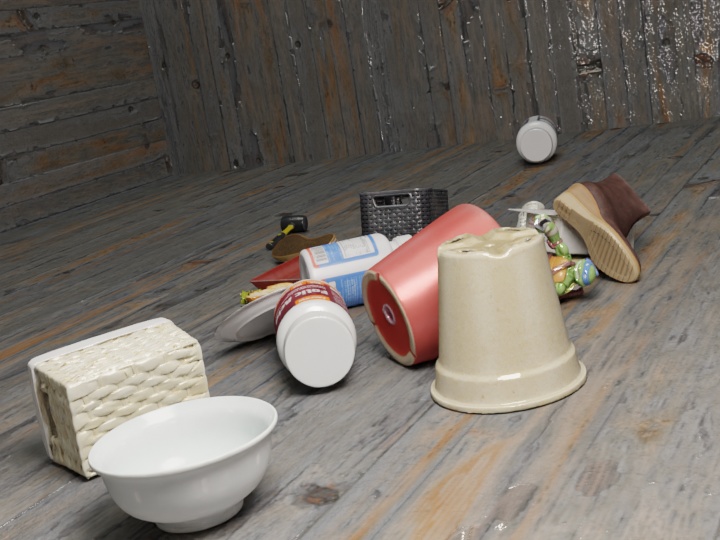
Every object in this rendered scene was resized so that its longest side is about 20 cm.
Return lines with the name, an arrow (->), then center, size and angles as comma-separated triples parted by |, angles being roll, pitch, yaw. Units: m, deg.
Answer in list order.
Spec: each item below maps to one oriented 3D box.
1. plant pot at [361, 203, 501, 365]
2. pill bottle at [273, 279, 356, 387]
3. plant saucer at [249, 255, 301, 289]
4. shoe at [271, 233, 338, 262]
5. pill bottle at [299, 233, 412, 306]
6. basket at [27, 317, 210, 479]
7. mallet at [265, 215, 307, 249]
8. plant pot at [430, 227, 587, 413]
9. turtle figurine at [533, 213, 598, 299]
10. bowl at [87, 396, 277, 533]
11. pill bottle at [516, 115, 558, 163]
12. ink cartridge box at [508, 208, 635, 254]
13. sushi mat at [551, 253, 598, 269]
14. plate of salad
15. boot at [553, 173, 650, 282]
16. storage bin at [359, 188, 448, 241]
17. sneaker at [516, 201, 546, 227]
plant pot -> 0.109, 0.030, 1.485 | 0.175, 0.204, 0.200 | -24, 17, -20
pill bottle -> -0.064, 0.087, 1.497 | 0.112, 0.117, 0.200 | -11, 12, -5
plant saucer -> -0.079, 0.006, 2.047 | 0.197, 0.037, 0.199 | -3, 14, 30
shoe -> -0.113, -0.037, 2.247 | 0.198, 0.054, 0.070 | -2, 47, 47
pill bottle -> 0.000, 0.000, 1.839 | 0.196, 0.115, 0.112 | -12, 13, -12
basket -> -0.294, 0.156, 1.334 | 0.197, 0.138, 0.122 | -19, 18, -33
mallet -> -0.174, -0.089, 2.545 | 0.064, 0.042, 0.200 | -5, 18, 11
plant pot -> 0.170, 0.051, 1.318 | 0.196, 0.187, 0.201 | -10, 13, 2
turtle figurine -> 0.245, -0.008, 1.618 | 0.192, 0.147, 0.198 | -3, 10, 42
bowl -> -0.176, 0.209, 1.111 | 0.197, 0.092, 0.201 | -9, 13, 2
pill bottle -> 0.503, -0.371, 3.045 | 0.117, 0.122, 0.200 | -7, 13, 14
ink cartridge box -> 0.362, -0.067, 1.850 | 0.196, 0.069, 0.115 | 1, 7, -24
sushi mat -> 0.316, -0.019, 1.797 | 0.196, 0.012, 0.096 | 3, 11, -8
plate of salad -> -0.140, 0.057, 1.669 | 0.197, 0.049, 0.200 | -24, -16, -7
boot -> 0.428, -0.078, 1.751 | 0.164, 0.073, 0.201 | -19, 57, -34
storage bin -> 0.086, -0.102, 2.007 | 0.132, 0.096, 0.200 | -3, 3, 17
sneaker -> 0.316, -0.081, 2.012 | 0.071, 0.086, 0.200 | -4, 15, 16
